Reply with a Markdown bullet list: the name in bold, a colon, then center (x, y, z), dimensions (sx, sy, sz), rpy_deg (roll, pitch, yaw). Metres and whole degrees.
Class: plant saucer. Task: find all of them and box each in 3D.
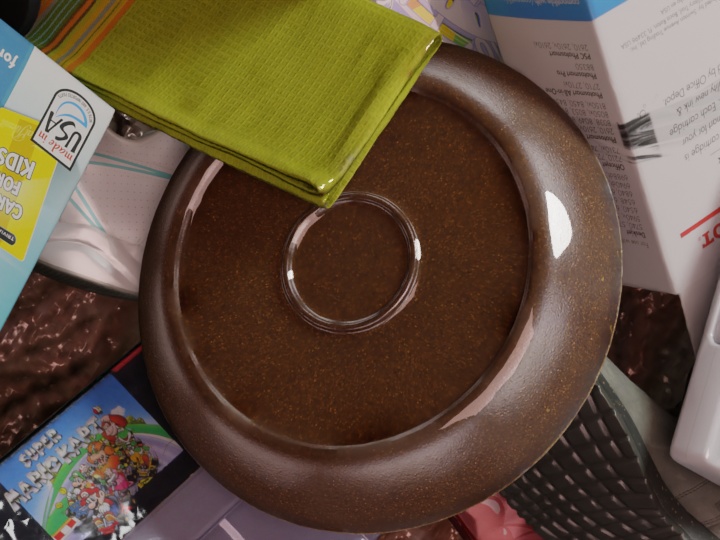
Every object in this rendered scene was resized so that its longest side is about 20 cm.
- **plant saucer**: center (0.000, 0.000, 0.826), dimensions (0.200, 0.032, 0.200), rpy_deg (-5, 73, 18)

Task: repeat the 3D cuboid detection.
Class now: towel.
- **towel**: center (-0.071, -0.099, 0.853), dimensions (0.200, 0.018, 0.086), rpy_deg (27, 77, 26)

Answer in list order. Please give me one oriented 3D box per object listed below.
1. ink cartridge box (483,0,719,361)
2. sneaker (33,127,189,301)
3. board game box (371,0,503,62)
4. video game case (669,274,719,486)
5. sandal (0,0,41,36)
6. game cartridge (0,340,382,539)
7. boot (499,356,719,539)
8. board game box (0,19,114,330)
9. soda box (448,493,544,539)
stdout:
- **ink cartridge box**: center (0.129, -0.070, 0.869), dimensions (0.116, 0.068, 0.200), rpy_deg (-32, 115, -28)
- **sneaker**: center (-0.164, -0.049, 0.886), dimensions (0.200, 0.070, 0.080), rpy_deg (18, 85, -16)
- **board game box**: center (0.029, -0.123, 0.916), dimensions (0.134, 0.034, 0.200), rpy_deg (-39, 98, -3)
- **video game case**: center (0.213, 0.023, 0.888), dimensions (0.200, 0.024, 0.182), rpy_deg (29, 74, -42)
- **sandal**: center (-0.222, -0.138, 0.853), dimensions (0.200, 0.045, 0.075), rpy_deg (29, 112, 4)
- **game cartridge**: center (-0.080, 0.105, 0.865), dimensions (0.130, 0.038, 0.200), rpy_deg (48, 57, 0)
- **boot**: center (0.125, 0.072, 0.887), dimensions (0.068, 0.131, 0.200), rpy_deg (-31, 102, 37)
- **board game box**: center (-0.195, -0.018, 0.773), dimensions (0.151, 0.047, 0.200), rpy_deg (38, 64, -32)
- **soda box**: center (0.029, 0.040, 0.912), dimensions (0.063, 0.070, 0.200), rpy_deg (-38, 99, -6)
